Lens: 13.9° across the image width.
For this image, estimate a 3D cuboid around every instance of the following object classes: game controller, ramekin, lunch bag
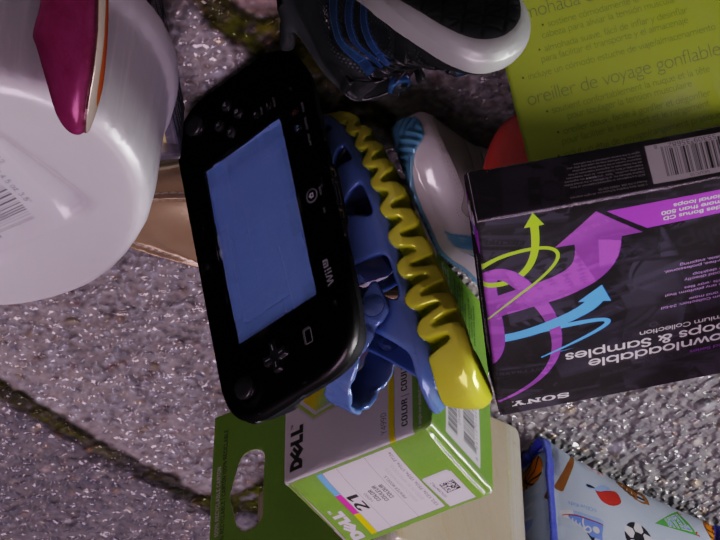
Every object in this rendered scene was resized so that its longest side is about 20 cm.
[{"bbox_3d":[-0.049,-0.020,1.609,0.042,0.201,0.104,9,146,-37],"label":"game controller"},{"bbox_3d":[-0.197,-0.072,1.550,0.199,0.098,0.201,0,139,0],"label":"ramekin"},{"bbox_3d":[0.154,0.231,1.881,0.169,0.201,0.124,27,131,-26],"label":"lunch bag"}]

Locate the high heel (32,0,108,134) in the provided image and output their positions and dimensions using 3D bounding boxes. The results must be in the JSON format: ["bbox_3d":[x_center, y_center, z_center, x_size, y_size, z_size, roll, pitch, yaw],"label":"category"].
[{"bbox_3d":[-0.174,-0.162,1.463,0.095,0.201,0.067,-3,161,-5],"label":"high heel"}]

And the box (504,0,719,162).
[{"bbox_3d":[0.124,-0.155,1.504,0.121,0.201,0.048,-14,180,14],"label":"box"}]

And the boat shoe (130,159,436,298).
[{"bbox_3d":[-0.053,-0.019,1.704,0.199,0.065,0.072,7,137,-8],"label":"boat shoe"}]

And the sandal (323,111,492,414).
[{"bbox_3d":[0.000,0.000,1.628,0.087,0.201,0.080,-24,149,4],"label":"sandal"}]

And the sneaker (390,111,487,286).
[{"bbox_3d":[0.085,-0.034,1.692,0.081,0.077,0.200,-30,136,16],"label":"sneaker"}]

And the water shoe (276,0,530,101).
[{"bbox_3d":[0.022,-0.122,1.509,0.071,0.200,0.079,-12,117,-27],"label":"water shoe"}]

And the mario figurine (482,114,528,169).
[{"bbox_3d":[0.129,-0.030,1.624,0.124,0.106,0.200,-53,137,-11],"label":"mario figurine"}]

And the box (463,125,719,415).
[{"bbox_3d":[0.132,0.003,1.538,0.142,0.036,0.200,-11,149,0],"label":"box"}]

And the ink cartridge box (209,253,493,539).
[{"bbox_3d":[-0.025,0.091,1.763,0.199,0.148,0.076,-23,133,22],"label":"ink cartridge box"}]

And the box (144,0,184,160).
[{"bbox_3d":[-0.188,-0.137,1.587,0.160,0.049,0.201,-4,137,6],"label":"box"}]

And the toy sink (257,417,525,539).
[{"bbox_3d":[0.004,0.184,1.881,0.112,0.131,0.200,24,133,-24],"label":"toy sink"}]
